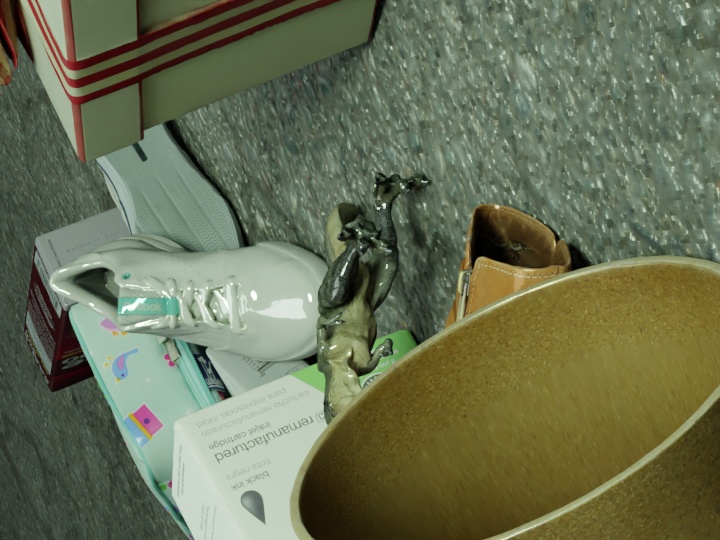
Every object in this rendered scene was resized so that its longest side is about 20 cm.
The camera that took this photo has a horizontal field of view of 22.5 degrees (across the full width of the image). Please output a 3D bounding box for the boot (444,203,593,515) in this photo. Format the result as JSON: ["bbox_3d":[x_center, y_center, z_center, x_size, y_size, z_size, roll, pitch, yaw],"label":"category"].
[{"bbox_3d":[0.058,0.044,0.845,0.200,0.073,0.156,-150,51,-61],"label":"boot"}]

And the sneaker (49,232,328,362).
[{"bbox_3d":[-0.105,0.019,1.102,0.199,0.088,0.076,6,99,38],"label":"sneaker"}]

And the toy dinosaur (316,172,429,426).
[{"bbox_3d":[0.000,0.000,0.900,0.201,0.047,0.089,-90,16,-50],"label":"toy dinosaur"}]

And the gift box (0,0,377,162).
[{"bbox_3d":[-0.109,-0.183,0.845,0.201,0.186,0.185,60,164,21],"label":"gift box"}]

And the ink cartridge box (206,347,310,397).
[{"bbox_3d":[-0.012,0.139,1.159,0.162,0.057,0.201,39,165,53],"label":"ink cartridge box"}]

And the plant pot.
[{"bbox_3d":[0.099,0.129,0.683,0.201,0.186,0.186,62,162,-18],"label":"plant pot"}]

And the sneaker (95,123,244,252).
[{"bbox_3d":[-0.126,-0.038,1.237,0.201,0.073,0.071,63,178,27],"label":"sneaker"}]

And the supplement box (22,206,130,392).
[{"bbox_3d":[-0.196,0.020,1.389,0.061,0.108,0.200,63,160,14],"label":"supplement box"}]

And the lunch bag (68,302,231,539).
[{"bbox_3d":[-0.126,0.094,1.263,0.161,0.077,0.200,62,177,32],"label":"lunch bag"}]

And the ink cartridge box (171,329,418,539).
[{"bbox_3d":[0.007,0.150,0.946,0.201,0.145,0.084,56,155,30],"label":"ink cartridge box"}]
